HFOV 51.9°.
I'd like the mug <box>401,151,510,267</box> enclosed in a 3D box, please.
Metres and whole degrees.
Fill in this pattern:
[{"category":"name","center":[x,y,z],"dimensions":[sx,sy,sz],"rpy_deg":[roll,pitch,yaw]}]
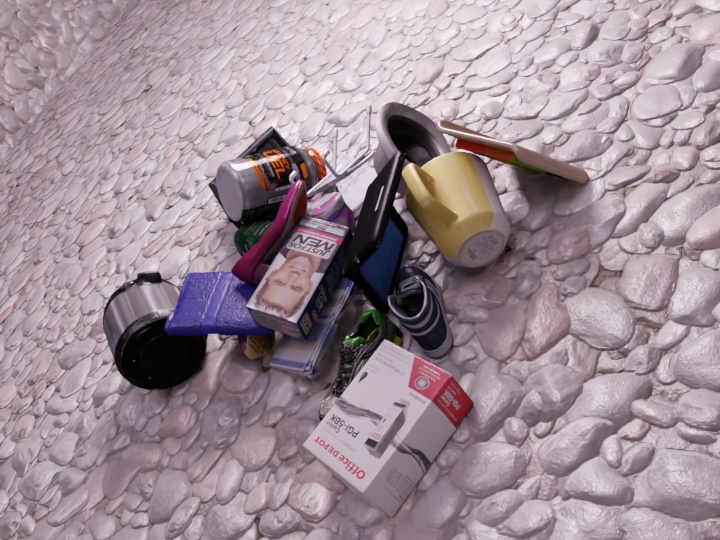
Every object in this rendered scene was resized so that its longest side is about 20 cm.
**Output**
[{"category":"mug","center":[0.149,-0.085,1.186],"dimensions":[0.186,0.150,0.153],"rpy_deg":[-3,46,-20]}]

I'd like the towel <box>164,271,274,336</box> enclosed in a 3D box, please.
[{"category":"towel","center":[-0.232,0.062,1.312],"dimensions":[0.199,0.050,0.148],"rpy_deg":[-2,44,13]}]

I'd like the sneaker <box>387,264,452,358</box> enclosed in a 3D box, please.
[{"category":"sneaker","center":[0.082,0.035,1.160],"dimensions":[0.070,0.109,0.200],"rpy_deg":[-31,40,10]}]

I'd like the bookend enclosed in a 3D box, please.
[{"category":"bookend","center":[-0.210,-0.188,1.608],"dimensions":[0.199,0.092,0.200],"rpy_deg":[-42,37,2]}]

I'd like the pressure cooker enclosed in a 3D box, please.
[{"category":"pressure cooker","center":[-0.402,0.108,1.424],"dimensions":[0.176,0.179,0.200],"rpy_deg":[-45,40,-1]}]

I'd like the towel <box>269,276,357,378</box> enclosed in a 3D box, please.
[{"category":"towel","center":[-0.078,0.087,1.271],"dimensions":[0.147,0.024,0.200],"rpy_deg":[-3,56,56]}]

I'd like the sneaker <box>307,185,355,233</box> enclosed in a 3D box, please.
[{"category":"sneaker","center":[-0.052,-0.107,1.406],"dimensions":[0.080,0.089,0.200],"rpy_deg":[-40,18,5]}]

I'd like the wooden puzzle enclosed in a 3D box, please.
[{"category":"wooden puzzle","center":[0.244,-0.189,1.206],"dimensions":[0.200,0.185,0.037],"rpy_deg":[34,109,48]}]

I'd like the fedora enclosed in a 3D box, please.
[{"category":"fedora","center":[0.085,-0.210,1.378],"dimensions":[0.090,0.176,0.200],"rpy_deg":[-49,41,38]}]

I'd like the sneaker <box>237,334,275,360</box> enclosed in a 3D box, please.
[{"category":"sneaker","center":[-0.212,0.100,1.367],"dimensions":[0.090,0.075,0.200],"rpy_deg":[-24,33,16]}]

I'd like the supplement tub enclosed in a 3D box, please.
[{"category":"supplement tub","center":[-0.174,-0.177,1.469],"dimensions":[0.200,0.123,0.122],"rpy_deg":[-20,29,-30]}]

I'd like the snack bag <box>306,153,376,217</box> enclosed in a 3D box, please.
[{"category":"snack bag","center":[-0.057,-0.146,1.513],"dimensions":[0.200,0.021,0.189],"rpy_deg":[-44,40,-4]}]

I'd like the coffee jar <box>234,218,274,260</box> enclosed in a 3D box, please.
[{"category":"coffee jar","center":[-0.149,-0.047,1.409],"dimensions":[0.200,0.104,0.085],"rpy_deg":[3,40,49]}]

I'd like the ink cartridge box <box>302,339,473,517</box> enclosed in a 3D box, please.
[{"category":"ink cartridge box","center":[0.038,0.218,1.043],"dimensions":[0.147,0.083,0.200],"rpy_deg":[23,69,47]}]

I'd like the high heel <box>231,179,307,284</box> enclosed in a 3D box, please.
[{"category":"high heel","center":[-0.160,-0.071,1.290],"dimensions":[0.096,0.067,0.201],"rpy_deg":[17,84,20]}]

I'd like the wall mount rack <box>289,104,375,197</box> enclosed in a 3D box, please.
[{"category":"wall mount rack","center":[-0.041,-0.218,1.383],"dimensions":[0.200,0.075,0.174],"rpy_deg":[-22,21,51]}]

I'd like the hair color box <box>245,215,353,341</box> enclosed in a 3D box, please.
[{"category":"hair color box","center":[-0.095,0.009,1.237],"dimensions":[0.100,0.061,0.200],"rpy_deg":[15,60,23]}]

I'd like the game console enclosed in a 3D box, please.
[{"category":"game console","center":[0.052,-0.059,1.210],"dimensions":[0.176,0.116,0.200],"rpy_deg":[-46,23,52]}]

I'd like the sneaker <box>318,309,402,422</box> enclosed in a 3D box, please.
[{"category":"sneaker","center":[-0.014,0.149,1.149],"dimensions":[0.078,0.085,0.200],"rpy_deg":[6,58,41]}]
